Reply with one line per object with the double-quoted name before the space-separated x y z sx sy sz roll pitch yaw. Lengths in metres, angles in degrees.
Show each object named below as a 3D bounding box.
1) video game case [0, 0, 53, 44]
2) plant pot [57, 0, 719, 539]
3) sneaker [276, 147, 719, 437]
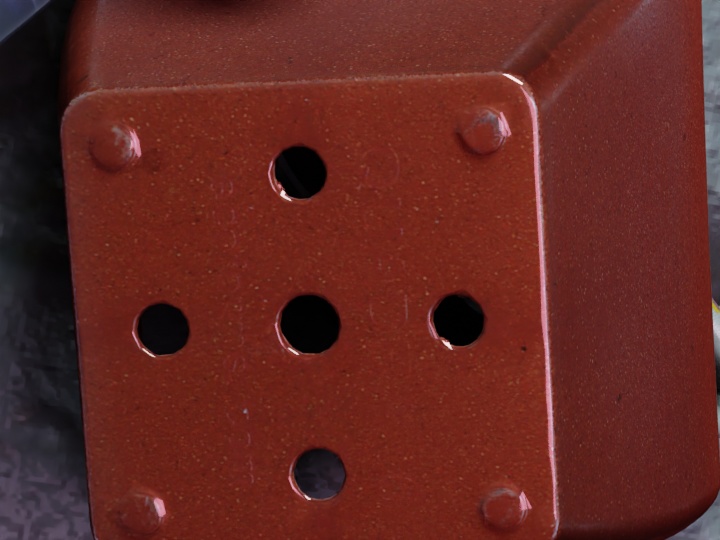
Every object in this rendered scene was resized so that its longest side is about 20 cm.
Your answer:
"video game case" -0.127 -0.124 0.843 0.200 0.019 0.143 -42 139 -13
"plant pot" 0.000 0.000 0.865 0.199 0.176 0.201 -2 99 11
"sneaker" 0.059 -0.012 0.977 0.200 0.090 0.075 36 83 -23
